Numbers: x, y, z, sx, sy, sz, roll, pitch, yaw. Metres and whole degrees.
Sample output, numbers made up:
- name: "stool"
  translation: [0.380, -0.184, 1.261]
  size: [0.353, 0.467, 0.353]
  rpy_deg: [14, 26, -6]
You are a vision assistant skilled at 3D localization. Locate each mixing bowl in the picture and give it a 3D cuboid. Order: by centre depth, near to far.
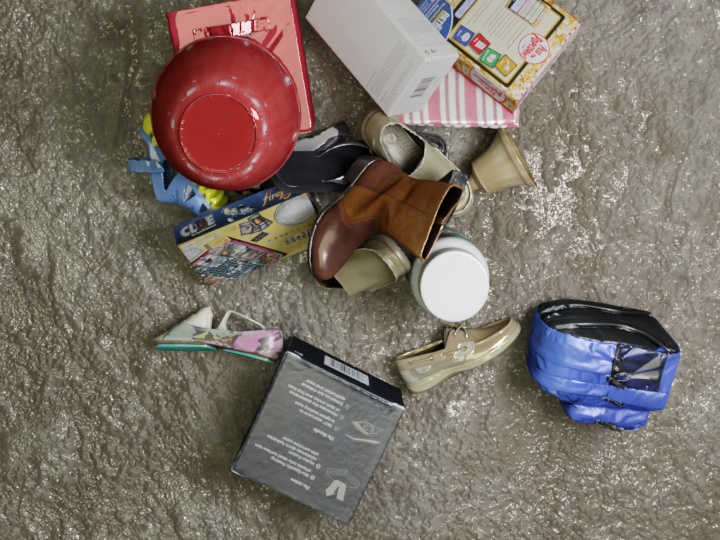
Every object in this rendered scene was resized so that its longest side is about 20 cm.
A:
- name: "mixing bowl"
  translation: [-0.171, -0.182, 1.158]
  size: [0.196, 0.109, 0.204]
  rpy_deg: [-1, 111, -3]

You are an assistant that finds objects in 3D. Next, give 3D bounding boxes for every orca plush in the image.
- name: "orca plush"
  translation: [-0.101, -0.157, 1.379]
  size: [0.198, 0.071, 0.106]
  rpy_deg: [-34, 53, -6]

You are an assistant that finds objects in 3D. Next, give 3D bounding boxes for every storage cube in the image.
- name: "storage cube"
  translation: [-0.158, -0.276, 1.281]
  size: [0.167, 0.200, 0.184]
  rpy_deg: [-9, 105, 0]

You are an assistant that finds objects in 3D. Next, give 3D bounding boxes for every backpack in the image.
- name: "backpack"
  translation: [0.343, 0.138, 1.367]
  size: [0.196, 0.163, 0.171]
  rpy_deg: [12, 102, -4]

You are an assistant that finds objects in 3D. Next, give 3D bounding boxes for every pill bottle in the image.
- name: "pill bottle"
  translation: [0.123, 0.004, 1.322]
  size: [0.111, 0.200, 0.116]
  rpy_deg: [0, 100, -2]

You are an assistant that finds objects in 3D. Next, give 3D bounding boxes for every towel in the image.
- name: "towel"
  translation: [0.130, -0.272, 1.339]
  size: [0.195, 0.030, 0.149]
  rpy_deg: [1, 71, 2]

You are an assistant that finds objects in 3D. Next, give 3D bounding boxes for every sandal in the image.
- name: "sandal"
  translation: [-0.030, -0.145, 1.294]
  size: [0.197, 0.043, 0.077]
  rpy_deg: [-14, 71, -33]
- name: "sandal"
  translation: [-0.267, -0.130, 1.364]
  size: [0.087, 0.079, 0.201]
  rpy_deg: [-40, 89, 10]

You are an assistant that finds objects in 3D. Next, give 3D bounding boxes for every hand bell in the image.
- name: "hand bell"
  translation: [0.149, -0.120, 1.374]
  size: [0.198, 0.104, 0.105]
  rpy_deg: [-30, 98, 16]

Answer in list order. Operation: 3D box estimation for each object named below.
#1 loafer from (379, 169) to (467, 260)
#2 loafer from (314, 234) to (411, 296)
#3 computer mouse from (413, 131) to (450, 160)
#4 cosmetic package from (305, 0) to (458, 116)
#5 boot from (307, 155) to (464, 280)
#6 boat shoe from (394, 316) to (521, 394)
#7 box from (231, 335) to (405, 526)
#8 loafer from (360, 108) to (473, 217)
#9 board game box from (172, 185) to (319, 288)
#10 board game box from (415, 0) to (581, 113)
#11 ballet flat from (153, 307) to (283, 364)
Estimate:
- name: "loafer"
  translation: [0.074, -0.078, 1.268]
  size: [0.072, 0.073, 0.200]
  rpy_deg: [33, 137, -11]
- name: "loafer"
  translation: [0.000, 0.000, 1.324]
  size: [0.076, 0.199, 0.068]
  rpy_deg: [49, 65, -17]
- name: "computer mouse"
  translation: [0.062, -0.114, 1.375]
  size: [0.138, 0.046, 0.204]
  rpy_deg: [11, 90, 15]
- name: "cosmetic package"
  translation: [0.027, -0.324, 1.277]
  size: [0.201, 0.084, 0.108]
  rpy_deg: [54, 131, 16]
- name: "boot"
  translation: [0.030, -0.047, 1.216]
  size: [0.068, 0.199, 0.190]
  rpy_deg: [39, 83, -41]
- name: "boat shoe"
  translation: [0.147, 0.115, 1.407]
  size: [0.197, 0.072, 0.066]
  rpy_deg: [-27, 99, 9]
- name: "box"
  translation: [-0.062, 0.238, 1.397]
  size: [0.194, 0.117, 0.203]
  rpy_deg: [26, 96, -4]
- name: "loafer"
  translation: [0.081, -0.142, 1.294]
  size: [0.199, 0.068, 0.076]
  rpy_deg: [38, 98, -15]
- name: "board game box"
  translation: [-0.155, -0.053, 1.348]
  size: [0.197, 0.136, 0.035]
  rpy_deg: [-22, 59, 2]
- name: "board game box"
  translation: [0.185, -0.344, 1.306]
  size: [0.199, 0.046, 0.152]
  rpy_deg: [40, 82, 9]
- name: "ballet flat"
  translation: [-0.212, 0.095, 1.400]
  size: [0.196, 0.069, 0.073]
  rpy_deg: [6, 80, 5]
